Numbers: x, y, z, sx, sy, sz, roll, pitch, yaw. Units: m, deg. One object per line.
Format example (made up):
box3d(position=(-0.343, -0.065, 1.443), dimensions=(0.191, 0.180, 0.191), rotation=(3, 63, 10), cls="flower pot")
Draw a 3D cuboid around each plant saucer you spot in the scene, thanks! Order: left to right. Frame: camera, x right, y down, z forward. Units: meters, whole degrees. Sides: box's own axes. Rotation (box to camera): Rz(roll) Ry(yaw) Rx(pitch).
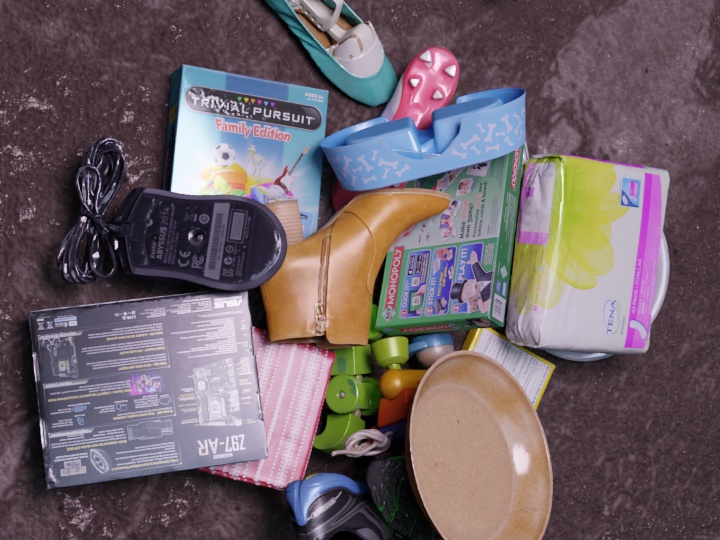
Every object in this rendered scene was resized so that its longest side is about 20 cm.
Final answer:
box3d(position=(0.102, 0.175, 1.115), dimensions=(0.200, 0.035, 0.201), rotation=(21, 59, -41), cls="plant saucer")

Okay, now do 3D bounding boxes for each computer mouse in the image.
box3d(position=(-0.165, -0.035, 1.111), dimensions=(0.200, 0.053, 0.139), rotation=(13, 81, -1), cls="computer mouse")

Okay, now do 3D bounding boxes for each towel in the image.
box3d(position=(-0.136, 0.118, 1.151), dimensions=(0.200, 0.022, 0.145), rotation=(16, 80, -8), cls="towel")

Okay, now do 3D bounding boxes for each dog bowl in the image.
box3d(position=(0.063, -0.123, 1.152), dimensions=(0.200, 0.112, 0.050), rotation=(-13, 106, 6), cls="dog bowl")

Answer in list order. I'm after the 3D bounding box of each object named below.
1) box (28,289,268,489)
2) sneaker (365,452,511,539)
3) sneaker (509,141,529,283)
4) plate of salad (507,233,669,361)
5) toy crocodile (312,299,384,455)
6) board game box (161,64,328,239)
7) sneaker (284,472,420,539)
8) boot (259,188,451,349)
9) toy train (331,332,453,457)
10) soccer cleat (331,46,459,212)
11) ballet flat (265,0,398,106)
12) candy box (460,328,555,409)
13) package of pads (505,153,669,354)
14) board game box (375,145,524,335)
box3d(position=(-0.192, 0.106, 1.109), dimensions=(0.199, 0.044, 0.161), rotation=(-7, 83, -12), cls="box")
box3d(position=(0.077, 0.214, 1.183), dimensions=(0.200, 0.085, 0.078), rotation=(23, 102, -39), cls="sneaker")
box3d(position=(0.128, -0.083, 1.258), dimensions=(0.079, 0.078, 0.201), rotation=(-1, 86, -57), cls="sneaker")
box3d(position=(0.244, -0.002, 1.328), dimensions=(0.200, 0.048, 0.201), rotation=(-1, 94, -15), cls="plate of salad")
box3d(position=(-0.014, 0.084, 1.211), dimensions=(0.067, 0.062, 0.201), rotation=(14, 75, -61), cls="toy crocodile")
box3d(position=(-0.116, -0.087, 1.184), dimensions=(0.151, 0.047, 0.201), rotation=(7, 84, -22), cls="board game box")
box3d(position=(-0.003, 0.244, 1.160), dimensions=(0.199, 0.071, 0.083), rotation=(22, 57, -53), cls="sneaker")
box3d(position=(0.000, 0.000, 1.162), dimensions=(0.201, 0.071, 0.144), rotation=(-7, 82, -14), cls="boot")
box3d(position=(0.034, 0.116, 1.165), dimensions=(0.200, 0.085, 0.116), rotation=(6, 65, -48), cls="toy train")
box3d(position=(0.038, -0.138, 1.243), dimensions=(0.067, 0.076, 0.200), rotation=(31, 95, 1), cls="soccer cleat")
box3d(position=(-0.028, -0.244, 1.219), dimensions=(0.200, 0.070, 0.067), rotation=(44, 68, -14), cls="ballet flat")
box3d(position=(0.122, 0.166, 1.275), dimensions=(0.102, 0.026, 0.200), rotation=(31, 76, -19), cls="candy box")
box3d(position=(0.232, -0.015, 1.251), dimensions=(0.154, 0.068, 0.201), rotation=(5, 92, -29), cls="package of pads")
box3d(position=(0.089, -0.038, 1.201), dimensions=(0.029, 0.134, 0.200), rotation=(30, 62, -45), cls="board game box")
